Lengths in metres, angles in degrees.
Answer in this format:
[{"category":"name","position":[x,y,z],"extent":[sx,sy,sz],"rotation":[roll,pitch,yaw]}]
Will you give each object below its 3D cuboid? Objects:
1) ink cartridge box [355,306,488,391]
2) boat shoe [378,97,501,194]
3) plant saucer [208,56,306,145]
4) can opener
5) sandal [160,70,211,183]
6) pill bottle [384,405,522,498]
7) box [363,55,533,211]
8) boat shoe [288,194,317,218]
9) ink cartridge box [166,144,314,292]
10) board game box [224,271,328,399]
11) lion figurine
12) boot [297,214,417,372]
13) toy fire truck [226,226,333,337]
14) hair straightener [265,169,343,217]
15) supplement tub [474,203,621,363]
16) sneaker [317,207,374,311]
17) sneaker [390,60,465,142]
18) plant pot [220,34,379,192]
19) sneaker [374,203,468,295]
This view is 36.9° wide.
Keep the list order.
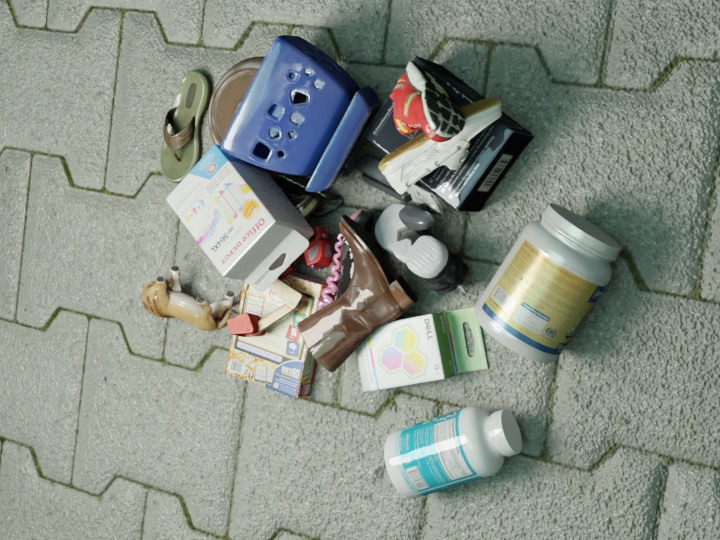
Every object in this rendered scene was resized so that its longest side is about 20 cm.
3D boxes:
[{"category":"ink cartridge box","position":[0.093,0.125,1.712],"extent":[0.199,0.059,0.104],"rotation":[-12,87,26]},{"category":"boat shoe","position":[0.126,-0.179,1.568],"extent":[0.200,0.071,0.069],"rotation":[-30,105,16]},{"category":"plant saucer","position":[-0.185,-0.267,1.852],"extent":[0.200,0.032,0.201],"rotation":[1,93,27]},{"category":"can opener","position":[0.052,-0.121,1.681],"extent":[0.067,0.053,0.200],"rotation":[-43,43,-14]},{"category":"sandal","position":[-0.320,-0.255,1.903],"extent":[0.080,0.057,0.202],"rotation":[16,99,25]},{"category":"pill bottle","position":[0.145,0.275,1.664],"extent":[0.200,0.111,0.111],"rotation":[-22,82,25]},{"category":"box","position":[0.134,-0.207,1.653],"extent":[0.200,0.107,0.149],"rotation":[41,109,18]},{"category":"boat shoe","position":[-0.162,-0.094,1.804],"extent":[0.200,0.072,0.072],"rotation":[-18,113,38]},{"category":"ink cartridge box","position":[-0.183,-0.078,1.713],"extent":[0.129,0.125,0.200],"rotation":[-46,66,15]},{"category":"board game box","position":[-0.139,0.100,1.833],"extent":[0.151,0.046,0.201],"rotation":[18,99,25]},{"category":"lion figurine","position":[-0.303,0.064,1.898],"extent":[0.200,0.072,0.123],"rotation":[30,138,16]},{"category":"boot","position":[-0.039,0.040,1.702],"extent":[0.200,0.064,0.187],"rotation":[-38,83,18]},{"category":"toy fire truck","position":[-0.130,0.021,1.772],"extent":[0.199,0.049,0.141],"rotation":[-18,73,18]},{"category":"hair straightener","position":[-0.122,-0.141,1.818],"extent":[0.199,0.041,0.077],"rotation":[21,143,10]},{"category":"supplement tub","position":[0.273,0.018,1.571],"extent":[0.145,0.145,0.200],"rotation":[37,107,20]},{"category":"sneaker","position":[0.000,0.000,1.749],"extent":[0.095,0.079,0.201],"rotation":[19,102,17]},{"category":"sneaker","position":[0.088,-0.222,1.536],"extent":[0.077,0.200,0.085],"rotation":[31,112,-24]},{"category":"plant pot","position":[-0.084,-0.241,1.701],"extent":[0.179,0.200,0.200],"rotation":[30,104,0]},{"category":"sneaker","position":[0.099,-0.025,1.695],"extent":[0.075,0.114,0.200],"rotation":[-45,37,4]}]
